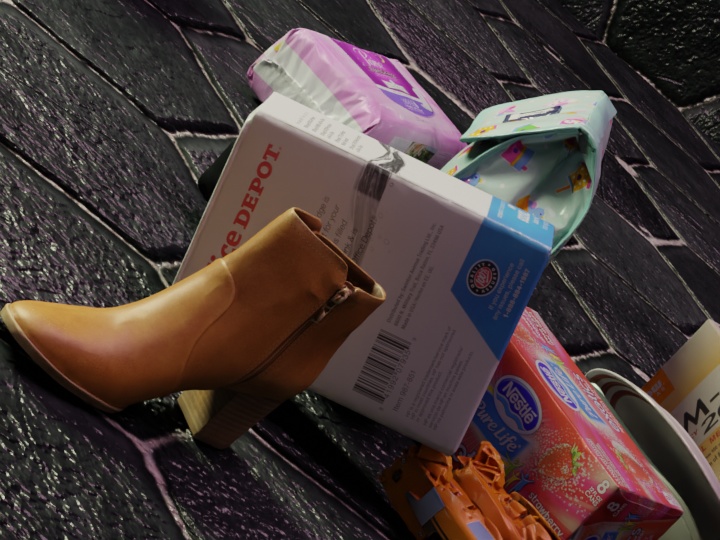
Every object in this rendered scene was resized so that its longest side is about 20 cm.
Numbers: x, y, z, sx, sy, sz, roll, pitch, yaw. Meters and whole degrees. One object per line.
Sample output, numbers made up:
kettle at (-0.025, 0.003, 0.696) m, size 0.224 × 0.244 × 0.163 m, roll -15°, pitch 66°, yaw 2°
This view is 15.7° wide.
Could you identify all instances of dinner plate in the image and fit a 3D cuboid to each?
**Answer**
dinner plate at (0.225, 0.155, 1.900) m, size 0.200 × 0.024 × 0.200 m, roll 55°, pitch -15°, yaw 22°

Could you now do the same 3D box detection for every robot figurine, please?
robot figurine at (0.099, 0.192, 1.613) m, size 0.200 × 0.058 × 0.145 m, roll 52°, pitch 19°, yaw 25°

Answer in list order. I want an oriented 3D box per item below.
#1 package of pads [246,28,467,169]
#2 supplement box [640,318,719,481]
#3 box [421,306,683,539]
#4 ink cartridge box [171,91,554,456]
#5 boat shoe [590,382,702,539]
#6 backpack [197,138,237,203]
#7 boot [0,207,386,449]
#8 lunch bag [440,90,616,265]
package of pads at (-0.001, -0.130, 2.172) m, size 0.121 × 0.076 × 0.200 m, roll 51°, pitch 17°, yaw 19°
supplement box at (0.302, 0.154, 2.108) m, size 0.073 × 0.126 × 0.200 m, roll 29°, pitch 21°, yaw -40°
box at (0.113, 0.117, 1.770) m, size 0.095 × 0.100 × 0.200 m, roll 24°, pitch 25°, yaw -51°
ink cartridge box at (0.000, 0.000, 1.604) m, size 0.199 × 0.146 × 0.084 m, roll 25°, pitch 14°, yaw 0°
boat shoe at (0.193, 0.158, 1.883) m, size 0.200 × 0.073 × 0.062 m, roll 55°, pitch 19°, yaw 4°
backpack at (0.004, -0.007, 1.740) m, size 0.163 × 0.154 × 0.200 m, roll 25°, pitch 31°, yaw -37°
boot at (-0.088, 0.016, 1.437) m, size 0.201 × 0.144 × 0.071 m, roll 27°, pitch 22°, yaw -46°
lunch bag at (0.118, -0.061, 2.059) m, size 0.122 × 0.200 × 0.170 m, roll 44°, pitch 16°, yaw -1°
